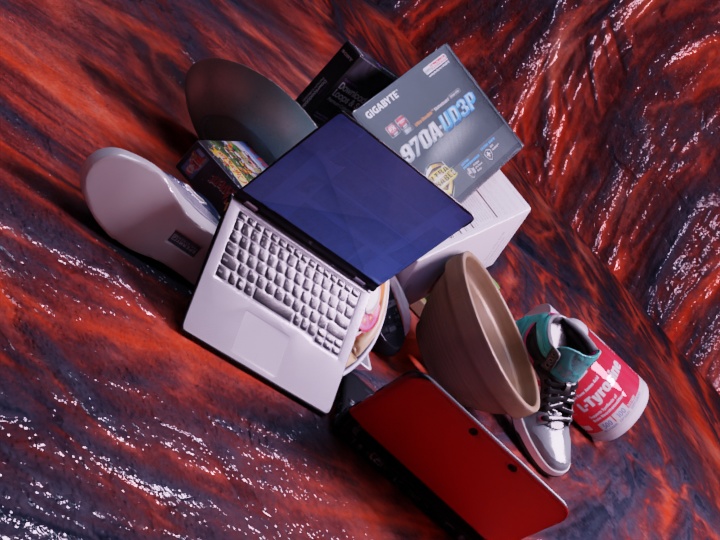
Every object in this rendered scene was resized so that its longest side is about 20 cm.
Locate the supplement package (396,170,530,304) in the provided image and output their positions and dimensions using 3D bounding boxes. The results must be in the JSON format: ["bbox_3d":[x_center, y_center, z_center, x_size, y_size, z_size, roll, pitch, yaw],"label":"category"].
[{"bbox_3d":[0.083,-0.052,1.647,0.199,0.122,0.120,-24,68,-36],"label":"supplement package"}]

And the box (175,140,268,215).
[{"bbox_3d":[-0.087,-0.047,1.389,0.200,0.038,0.136,48,15,8],"label":"box"}]

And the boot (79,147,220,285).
[{"bbox_3d":[-0.184,-0.057,1.218,0.200,0.073,0.091,45,6,-42],"label":"boot"}]

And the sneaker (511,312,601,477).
[{"bbox_3d":[0.244,0.139,1.660,0.083,0.120,0.203,1,66,-36],"label":"sneaker"}]

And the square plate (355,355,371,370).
[{"bbox_3d":[-0.076,0.005,1.414,0.199,0.028,0.199,40,17,-24],"label":"square plate"}]

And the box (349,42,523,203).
[{"bbox_3d":[0.083,-0.153,1.588,0.160,0.046,0.200,52,50,-2],"label":"box"}]

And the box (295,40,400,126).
[{"bbox_3d":[-0.037,-0.170,1.640,0.036,0.200,0.142,49,15,30],"label":"box"}]

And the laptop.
[{"bbox_3d":[-0.025,0.001,1.185,0.115,0.202,0.187,-1,-27,48],"label":"laptop"}]

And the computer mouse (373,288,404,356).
[{"bbox_3d":[0.000,0.000,1.511,0.058,0.034,0.203,-17,89,-55],"label":"computer mouse"}]

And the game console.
[{"bbox_3d":[0.082,0.159,1.270,0.200,0.119,0.173,43,15,-12],"label":"game console"}]

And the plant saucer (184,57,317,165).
[{"bbox_3d":[-0.122,-0.143,1.499,0.199,0.039,0.202,27,-29,17],"label":"plant saucer"}]

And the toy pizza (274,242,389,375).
[{"bbox_3d":[-0.035,0.003,1.279,0.199,0.031,0.203,5,83,-46],"label":"toy pizza"}]

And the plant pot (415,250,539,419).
[{"bbox_3d":[0.125,0.087,1.578,0.202,0.092,0.202,58,16,-27],"label":"plant pot"}]

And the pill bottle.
[{"bbox_3d":[0.309,0.143,1.955,0.200,0.112,0.113,41,15,-16],"label":"pill bottle"}]

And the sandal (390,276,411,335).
[{"bbox_3d":[-0.009,-0.012,1.563,0.059,0.079,0.209,-20,78,-35],"label":"sandal"}]

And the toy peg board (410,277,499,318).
[{"bbox_3d":[0.110,-0.007,1.827,0.200,0.098,0.199,48,15,5],"label":"toy peg board"}]
